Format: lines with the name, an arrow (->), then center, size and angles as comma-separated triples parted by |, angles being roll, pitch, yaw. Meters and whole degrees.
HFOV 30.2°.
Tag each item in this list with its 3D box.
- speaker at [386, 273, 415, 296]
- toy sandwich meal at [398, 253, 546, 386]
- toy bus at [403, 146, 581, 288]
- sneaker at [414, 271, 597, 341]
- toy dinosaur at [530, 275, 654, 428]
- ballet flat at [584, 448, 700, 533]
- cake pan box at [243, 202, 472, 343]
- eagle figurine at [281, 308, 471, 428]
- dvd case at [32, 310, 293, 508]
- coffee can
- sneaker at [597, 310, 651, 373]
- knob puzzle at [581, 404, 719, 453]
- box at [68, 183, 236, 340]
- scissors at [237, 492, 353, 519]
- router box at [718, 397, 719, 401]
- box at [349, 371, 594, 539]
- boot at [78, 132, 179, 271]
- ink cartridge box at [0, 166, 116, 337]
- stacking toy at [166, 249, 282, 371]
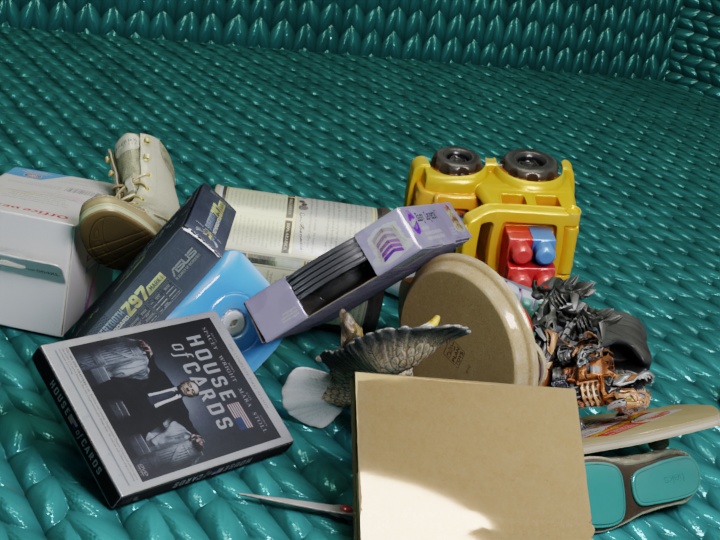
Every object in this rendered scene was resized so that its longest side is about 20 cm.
speaker -> 0.087, 0.007, 1.648 | 0.200, 0.081, 0.081 | 23, 22, 33
toy sandwich meal -> 0.112, 0.072, 1.296 | 0.070, 0.206, 0.205 | -15, 29, -37
toy bus -> 0.154, -0.041, 1.524 | 0.199, 0.136, 0.192 | 3, 31, -4
sneaker -> 0.150, 0.040, 1.421 | 0.199, 0.075, 0.088 | 22, 7, 1
toy dinosaur -> 0.192, 0.082, 1.310 | 0.199, 0.136, 0.102 | 17, -16, 15
ballet flat -> 0.221, 0.198, 1.197 | 0.200, 0.068, 0.062 | 1, -8, -35
cake pan box -> 0.000, 0.000, 1.307 | 0.052, 0.184, 0.200 | 59, 19, 6
eagle figurine -> 0.032, 0.099, 1.221 | 0.151, 0.151, 0.200 | 13, 7, -27
dvd case -> -0.167, 0.114, 1.156 | 0.200, 0.025, 0.150 | -12, 62, -48
coffee can -> -0.074, -0.013, 1.511 | 0.199, 0.147, 0.146 | 8, 18, -5
sneaker -> 0.241, 0.080, 1.525 | 0.199, 0.076, 0.091 | 5, 26, -7
knob puzzle -> 0.250, 0.159, 1.258 | 0.219, 0.031, 0.220 | -11, -2, 0
box -> -0.205, 0.019, 1.282 | 0.051, 0.200, 0.158 | 40, 14, -13
scissors -> 0.001, 0.204, 1.107 | 0.199, 0.014, 0.073 | 7, 20, -15
router box -> 0.481, 0.168, 1.408 | 0.157, 0.052, 0.200 | 10, 18, -1
box -> 0.091, 0.166, 1.096 | 0.199, 0.021, 0.164 | 5, 60, -13
boot -> -0.243, -0.079, 1.413 | 0.072, 0.155, 0.200 | -19, -23, 14
ink cartridge box -> -0.349, -0.021, 1.426 | 0.128, 0.126, 0.200 | 11, 18, 4
stacking toy -> -0.174, 0.045, 1.391 | 0.116, 0.110, 0.200 | -46, 25, -20
